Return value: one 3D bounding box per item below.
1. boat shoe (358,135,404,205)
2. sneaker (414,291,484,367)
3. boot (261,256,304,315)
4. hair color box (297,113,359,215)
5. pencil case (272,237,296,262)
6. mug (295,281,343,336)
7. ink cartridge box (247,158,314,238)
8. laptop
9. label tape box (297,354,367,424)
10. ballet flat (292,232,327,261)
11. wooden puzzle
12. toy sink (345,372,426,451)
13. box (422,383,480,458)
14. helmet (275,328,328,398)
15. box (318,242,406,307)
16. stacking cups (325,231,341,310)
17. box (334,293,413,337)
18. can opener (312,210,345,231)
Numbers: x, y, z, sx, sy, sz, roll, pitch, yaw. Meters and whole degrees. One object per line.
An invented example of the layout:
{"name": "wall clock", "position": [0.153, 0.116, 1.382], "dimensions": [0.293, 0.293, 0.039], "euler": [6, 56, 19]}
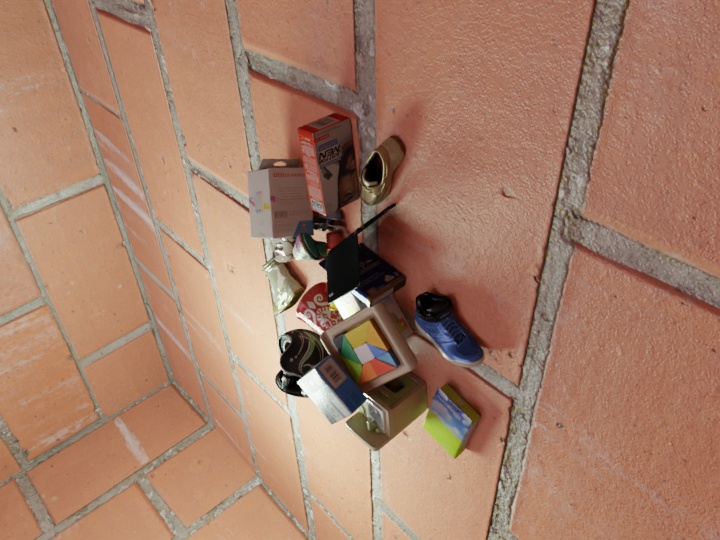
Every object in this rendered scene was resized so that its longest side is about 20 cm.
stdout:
{"name": "boat shoe", "position": [0.031, -0.208, 1.319], "dimensions": [0.074, 0.066, 0.201], "euler": [49, 148, 18]}
{"name": "sneaker", "position": [0.193, 0.124, 1.349], "dimensions": [0.200, 0.076, 0.112], "euler": [42, 155, 39]}
{"name": "boot", "position": [-0.266, 0.048, 1.969], "dimensions": [0.155, 0.072, 0.200], "euler": [55, 144, 8]}
{"name": "hair color box", "position": [-0.070, -0.243, 1.396], "dimensions": [0.064, 0.110, 0.202], "euler": [28, 138, 41]}
{"name": "pencil case", "position": [-0.227, -0.114, 1.764], "dimensions": [0.089, 0.078, 0.202], "euler": [21, 135, 21]}
{"name": "mug", "position": [-0.067, 0.129, 1.691], "dimensions": [0.199, 0.133, 0.179], "euler": [39, 145, 25]}
{"name": "ink cartridge box", "position": [-0.210, -0.188, 1.587], "dimensions": [0.125, 0.127, 0.203], "euler": [4, 98, 53]}
{"name": "laptop", "position": [0.001, -0.037, 1.384], "dimensions": [0.104, 0.199, 0.177], "euler": [55, 149, -3]}
{"name": "label tape box", "position": [-0.086, 0.312, 1.541], "dimensions": [0.145, 0.063, 0.200], "euler": [49, 145, 2]}
{"name": "ballet flat", "position": [-0.134, -0.052, 1.590], "dimensions": [0.070, 0.200, 0.070], "euler": [-18, 79, 17]}
{"name": "wooden puzzle", "position": [0.015, 0.195, 1.475], "dimensions": [0.199, 0.037, 0.186], "euler": [-32, 90, 28]}
{"name": "toy sink", "position": [0.064, 0.354, 1.615], "dimensions": [0.130, 0.199, 0.113], "euler": [30, 139, 40]}
{"name": "box", "position": [0.230, 0.378, 1.538], "dimensions": [0.122, 0.047, 0.201], "euler": [42, 145, 27]}
{"name": "helmet", "position": [-0.181, 0.284, 1.927], "dimensions": [0.197, 0.192, 0.201], "euler": [10, 141, 8]}
{"name": "box", "position": [0.000, 0.000, 1.486], "dimensions": [0.199, 0.120, 0.033], "euler": [37, 142, 33]}
{"name": "stacking cups", "position": [-0.062, 0.001, 1.599], "dimensions": [0.060, 0.060, 0.203], "euler": [10, 108, 52]}
{"name": "box", "position": [0.025, 0.105, 1.546], "dimensions": [0.101, 0.112, 0.202], "euler": [-27, 92, 57]}
{"name": "can opener", "position": [-0.109, -0.140, 1.616], "dimensions": [0.199, 0.053, 0.068], "euler": [18, 98, 49]}
